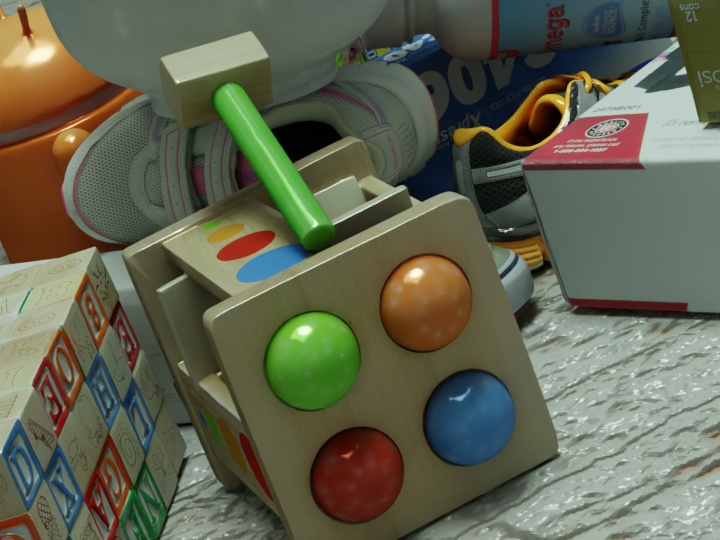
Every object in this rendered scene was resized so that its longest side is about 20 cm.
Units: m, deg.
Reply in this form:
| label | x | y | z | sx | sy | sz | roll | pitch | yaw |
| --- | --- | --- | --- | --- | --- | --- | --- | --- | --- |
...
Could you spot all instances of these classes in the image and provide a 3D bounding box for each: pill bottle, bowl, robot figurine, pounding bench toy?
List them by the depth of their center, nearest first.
| label | x | y | z | sx | sy | sz | roll | pitch | yaw |
| --- | --- | --- | --- | --- | --- | --- | --- | --- | --- |
| pounding bench toy | -0.021 | 0.003 | 0.977 | 0.123 | 0.201 | 0.156 | -26 | 20 | -13 |
| bowl | -0.066 | -0.131 | 1.119 | 0.199 | 0.091 | 0.201 | -10 | 17 | 3 |
| pill bottle | 0.095 | -0.171 | 1.213 | 0.198 | 0.110 | 0.109 | -7 | 20 | -3 |
| robot figurine | -0.164 | -0.063 | 1.289 | 0.116 | 0.201 | 0.144 | -10 | 23 | 26 |

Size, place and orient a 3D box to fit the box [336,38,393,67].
| label | x | y | z | sx | sy | sz | roll | pitch | yaw |
| --- | --- | --- | --- | --- | --- | --- | --- | --- | --- |
| box | -0.033 | -0.151 | 1.490 | 0.192 | 0.123 | 0.200 | -27 | 20 | -14 |

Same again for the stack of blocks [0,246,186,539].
| label | x | y | z | sx | sy | sz | roll | pitch | yaw |
| --- | --- | --- | --- | --- | --- | --- | --- | --- | --- |
| stack of blocks | -0.140 | 0.087 | 1.009 | 0.058 | 0.116 | 0.200 | -17 | 22 | 13 |

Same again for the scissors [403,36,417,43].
| label | x | y | z | sx | sy | sz | roll | pitch | yaw |
| --- | --- | --- | --- | --- | --- | --- | --- | --- | --- |
| scissors | 0.032 | -0.142 | 1.363 | 0.073 | 0.200 | 0.014 | -36 | -18 | -9 |

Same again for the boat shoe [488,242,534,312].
| label | x | y | z | sx | sy | sz | roll | pitch | yaw |
| --- | --- | --- | --- | --- | --- | --- | --- | --- | --- |
| boat shoe | 0.000 | 0.000 | 1.163 | 0.199 | 0.062 | 0.072 | -2 | 28 | 43 |

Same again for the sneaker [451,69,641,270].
| label | x | y | z | sx | sy | sz | roll | pitch | yaw |
| --- | --- | --- | --- | --- | --- | --- | --- | --- | --- |
| sneaker | 0.127 | -0.073 | 1.200 | 0.199 | 0.078 | 0.078 | -33 | 22 | -32 |

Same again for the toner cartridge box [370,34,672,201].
| label | x | y | z | sx | sy | sz | roll | pitch | yaw |
| --- | --- | --- | --- | --- | --- | --- | --- | --- | --- |
| toner cartridge box | 0.085 | -0.104 | 1.293 | 0.199 | 0.096 | 0.043 | -30 | 22 | -19 |

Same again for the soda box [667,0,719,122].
| label | x | y | z | sx | sy | sz | roll | pitch | yaw |
| --- | --- | --- | --- | --- | --- | --- | --- | --- | --- |
| soda box | 0.221 | -0.142 | 1.053 | 0.067 | 0.064 | 0.200 | 0 | 29 | 38 |

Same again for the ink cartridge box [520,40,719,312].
| label | x | y | z | sx | sy | sz | roll | pitch | yaw |
| --- | --- | --- | --- | --- | --- | --- | --- | --- | --- |
| ink cartridge box | 0.197 | -0.064 | 1.093 | 0.145 | 0.083 | 0.200 | 1 | 30 | 46 |

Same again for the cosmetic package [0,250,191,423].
| label | x | y | z | sx | sy | sz | roll | pitch | yaw |
| --- | --- | --- | --- | --- | --- | --- | --- | --- | --- |
| cosmetic package | -0.118 | 0.035 | 1.167 | 0.199 | 0.083 | 0.051 | -7 | 24 | 36 |

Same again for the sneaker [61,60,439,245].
| label | x | y | z | sx | sy | sz | roll | pitch | yaw |
| --- | --- | --- | --- | --- | --- | --- | --- | --- | --- |
| sneaker | -0.062 | -0.057 | 1.149 | 0.198 | 0.082 | 0.088 | -14 | 12 | 12 |
